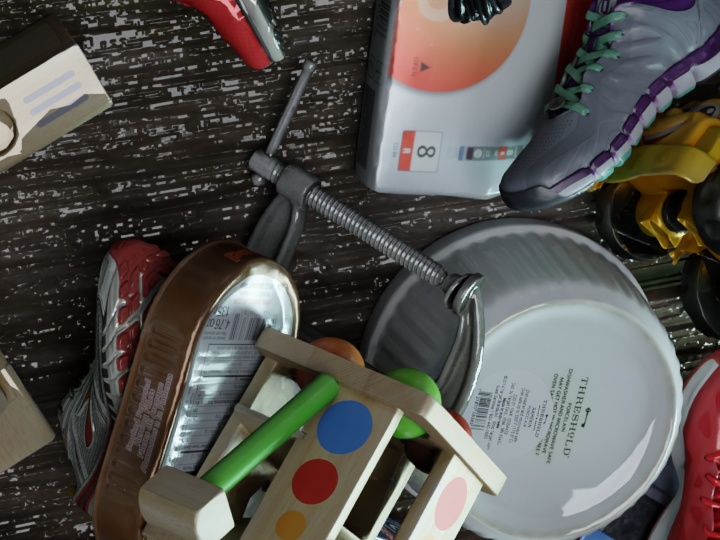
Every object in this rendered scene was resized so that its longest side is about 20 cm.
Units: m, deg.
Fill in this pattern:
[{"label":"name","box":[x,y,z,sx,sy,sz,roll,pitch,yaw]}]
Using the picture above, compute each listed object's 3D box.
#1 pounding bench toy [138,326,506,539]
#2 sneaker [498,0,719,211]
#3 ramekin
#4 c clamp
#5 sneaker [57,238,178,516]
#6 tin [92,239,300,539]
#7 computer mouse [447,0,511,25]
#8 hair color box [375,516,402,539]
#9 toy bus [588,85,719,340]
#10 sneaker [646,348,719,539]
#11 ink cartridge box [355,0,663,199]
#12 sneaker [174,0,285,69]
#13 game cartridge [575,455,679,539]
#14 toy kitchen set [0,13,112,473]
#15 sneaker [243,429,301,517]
[{"label":"pounding bench toy","box":[-0.028,0.111,1.580,0.156,0.124,0.200,-60,148,-13]},{"label":"sneaker","box":[0.142,-0.120,1.699,0.200,0.074,0.088,-42,116,-26]},{"label":"ramekin","box":[0.106,0.077,1.759,0.200,0.105,0.200,-5,110,-15]},{"label":"c clamp","box":[0.000,0.000,1.685,0.200,0.027,0.171,38,115,18]},{"label":"sneaker","box":[-0.143,0.072,1.649,0.078,0.082,0.200,-31,134,-47]},{"label":"tin","box":[-0.093,0.082,1.618,0.112,0.042,0.200,4,105,-53]},{"label":"computer mouse","box":[0.107,-0.221,1.634,0.046,0.200,0.141,17,126,19]},{"label":"hair color box","box":[0.018,0.210,1.764,0.200,0.061,0.100,25,98,-45]},{"label":"toy bus","box":[0.264,-0.062,1.753,0.200,0.136,0.192,39,73,-24]},{"label":"sneaker","box":[0.239,0.153,1.767,0.078,0.116,0.200,-3,122,-16]},{"label":"ink cartridge box","box":[0.104,-0.123,1.723,0.200,0.050,0.162,3,107,-15]},{"label":"sneaker","box":[-0.124,-0.185,1.629,0.085,0.077,0.200,-40,108,11]},{"label":"game cartridge","box":[0.177,0.210,1.865,0.130,0.038,0.200,32,96,-28]},{"label":"toy kitchen set","box":[-0.189,-0.001,1.610,0.180,0.163,0.200,-32,114,-5]},{"label":"sneaker","box":[-0.093,0.105,1.720,0.199,0.079,0.130,40,84,-34]}]
